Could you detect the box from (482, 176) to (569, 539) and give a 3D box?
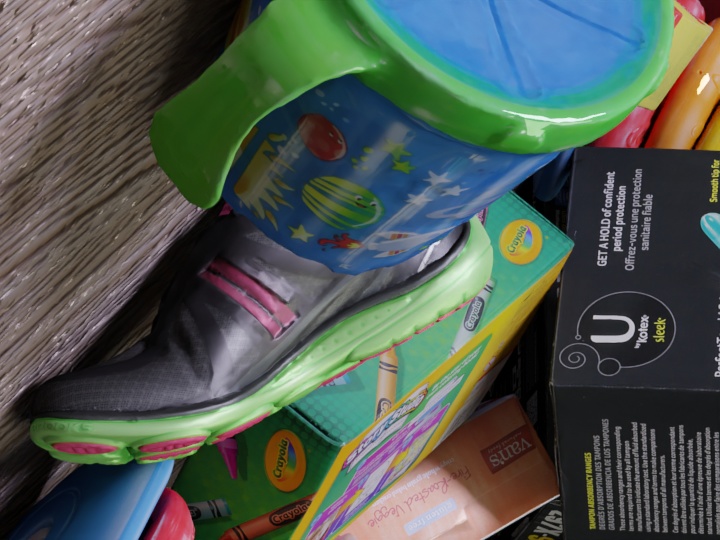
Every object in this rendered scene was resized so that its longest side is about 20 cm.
[{"bbox_3d":[0.093,0.060,1.524,0.160,0.049,0.201,117,-23,-60],"label":"box"}]

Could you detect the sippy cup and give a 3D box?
[{"bbox_3d":[0.014,-0.070,0.967,0.130,0.177,0.140,-48,-142,47],"label":"sippy cup"}]

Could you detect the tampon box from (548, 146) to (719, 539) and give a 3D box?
[{"bbox_3d":[0.192,0.039,1.343,0.127,0.199,0.150,82,14,-47],"label":"tampon box"}]

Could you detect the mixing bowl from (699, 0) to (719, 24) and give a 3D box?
[{"bbox_3d":[0.237,-0.134,1.498,0.108,0.200,0.200,-21,154,-30],"label":"mixing bowl"}]

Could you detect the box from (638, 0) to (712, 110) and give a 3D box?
[{"bbox_3d":[0.098,-0.113,1.262,0.050,0.075,0.200,-53,167,8],"label":"box"}]

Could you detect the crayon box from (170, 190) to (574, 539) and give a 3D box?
[{"bbox_3d":[0.002,0.051,1.268,0.200,0.058,0.119,-38,162,-48],"label":"crayon box"}]

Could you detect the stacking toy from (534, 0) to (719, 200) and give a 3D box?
[{"bbox_3d":[0.192,-0.057,1.421,0.116,0.199,0.110,-58,174,-27],"label":"stacking toy"}]

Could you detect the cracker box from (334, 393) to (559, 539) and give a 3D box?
[{"bbox_3d":[0.006,0.122,1.451,0.134,0.058,0.200,-28,-179,-16],"label":"cracker box"}]

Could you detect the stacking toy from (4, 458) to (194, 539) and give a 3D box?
[{"bbox_3d":[-0.061,0.175,1.172,0.116,0.200,0.110,-37,-163,35],"label":"stacking toy"}]

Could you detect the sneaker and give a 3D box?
[{"bbox_3d":[-0.046,0.014,1.128,0.199,0.084,0.077,-28,178,-23],"label":"sneaker"}]
